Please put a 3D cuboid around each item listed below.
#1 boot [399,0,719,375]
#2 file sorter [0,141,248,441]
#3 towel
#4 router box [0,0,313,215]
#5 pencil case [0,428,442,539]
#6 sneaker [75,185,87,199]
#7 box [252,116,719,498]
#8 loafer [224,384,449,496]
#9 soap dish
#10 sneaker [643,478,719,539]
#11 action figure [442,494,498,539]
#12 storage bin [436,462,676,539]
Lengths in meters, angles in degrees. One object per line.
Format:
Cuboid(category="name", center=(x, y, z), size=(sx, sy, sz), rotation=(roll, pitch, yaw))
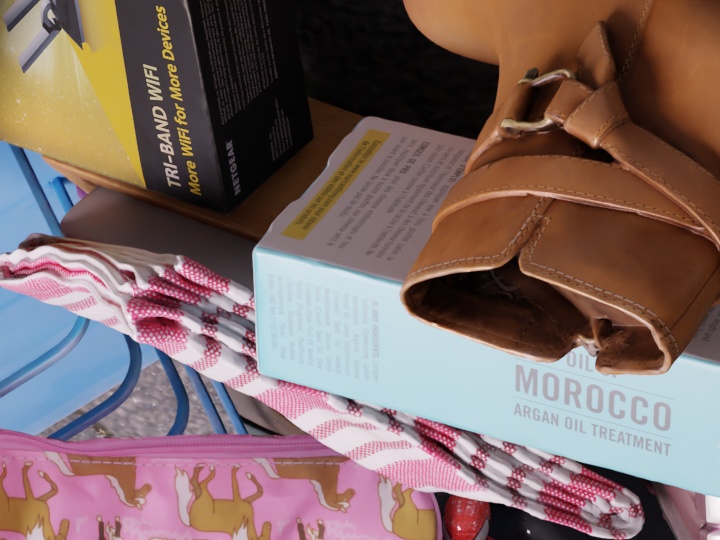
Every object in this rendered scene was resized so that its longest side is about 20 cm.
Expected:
Cuboid(category="boot", center=(0.053, -0.044, 0.868), size=(0.200, 0.155, 0.074), rotation=(4, 142, 49))
Cuboid(category="file sorter", center=(-0.139, 0.051, 1.209), size=(0.123, 0.139, 0.200), rotation=(62, -175, 33))
Cuboid(category="towel", center=(-0.017, 0.042, 1.010), size=(0.200, 0.030, 0.146), rotation=(28, 172, -24))
Cuboid(category="router box", center=(-0.103, -0.129, 0.965), size=(0.157, 0.052, 0.200), rotation=(18, 134, 32))
Cuboid(category="pencil case", center=(-0.072, 0.097, 1.117), size=(0.199, 0.087, 0.083), rotation=(0, 167, -27))
Cuboid(category="sneaker", center=(-0.105, -0.088, 1.122), size=(0.114, 0.073, 0.201), rotation=(30, 148, 18))
Cuboid(category="box", center=(0.075, 0.014, 0.884), size=(0.200, 0.082, 0.049), rotation=(15, 128, 21))
Cuboid(category="loafer", center=(-0.001, 0.047, 1.254), size=(0.200, 0.072, 0.063), rotation=(7, 129, 53))
Cuboid(category="soap dish", center=(0.000, 0.000, 1.081), size=(0.157, 0.081, 0.200), rotation=(20, 170, 30))
Cuboid(category="sneaker", center=(0.103, 0.030, 1.011), size=(0.115, 0.076, 0.200), rotation=(25, 139, 37))
Cuboid(category="action figure", center=(0.041, 0.172, 1.188), size=(0.065, 0.052, 0.201), rotation=(6, 118, 13))
Cuboid(category="storage bin", center=(0.101, 0.148, 1.259), size=(0.200, 0.146, 0.134), rotation=(38, 130, -12))
